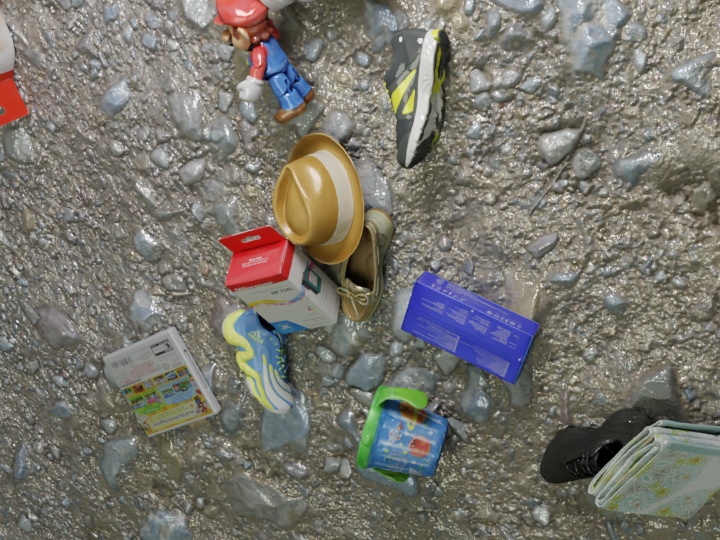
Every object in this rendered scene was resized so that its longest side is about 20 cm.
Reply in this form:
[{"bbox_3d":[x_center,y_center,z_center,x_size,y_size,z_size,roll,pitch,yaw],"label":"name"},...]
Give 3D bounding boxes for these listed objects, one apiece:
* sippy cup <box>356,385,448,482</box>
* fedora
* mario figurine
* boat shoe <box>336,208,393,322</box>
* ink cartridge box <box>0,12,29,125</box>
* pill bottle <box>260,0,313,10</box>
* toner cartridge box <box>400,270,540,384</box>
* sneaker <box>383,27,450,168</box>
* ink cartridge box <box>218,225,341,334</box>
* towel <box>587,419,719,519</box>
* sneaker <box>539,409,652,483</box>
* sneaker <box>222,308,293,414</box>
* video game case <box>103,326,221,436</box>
[{"bbox_3d":[0.073,0.273,1.604,0.129,0.178,0.141,17,77,8],"label":"sippy cup"},{"bbox_3d":[-0.077,-0.104,1.488,0.199,0.081,0.204,17,114,44],"label":"fedora"},{"bbox_3d":[-0.154,-0.315,1.435,0.105,0.124,0.201,-32,114,-1],"label":"mario figurine"},{"bbox_3d":[0.000,0.000,1.543,0.072,0.063,0.202,20,121,18],"label":"boat shoe"},{"bbox_3d":[-0.645,-0.342,1.656,0.050,0.162,0.202,-13,107,33],"label":"ink cartridge box"},{"bbox_3d":[-0.057,-0.436,1.332,0.198,0.113,0.114,-20,103,34],"label":"pill bottle"},{"bbox_3d":[0.167,0.087,1.509,0.198,0.043,0.096,26,124,15],"label":"toner cartridge box"},{"bbox_3d":[0.072,-0.247,1.389,0.084,0.074,0.203,20,112,24],"label":"sneaker"},{"bbox_3d":[-0.132,0.017,1.559,0.115,0.068,0.200,-13,141,32],"label":"ink cartridge box"},{"bbox_3d":[0.445,0.285,1.401,0.197,0.049,0.172,12,131,-24],"label":"towel"},{"bbox_3d":[0.346,0.279,1.480,0.076,0.091,0.199,49,127,-5],"label":"sneaker"},{"bbox_3d":[-0.157,0.151,1.691,0.104,0.076,0.201,-29,97,34],"label":"sneaker"},{"bbox_3d":[-0.380,0.216,1.873,0.198,0.023,0.184,-22,102,33],"label":"video game case"}]
